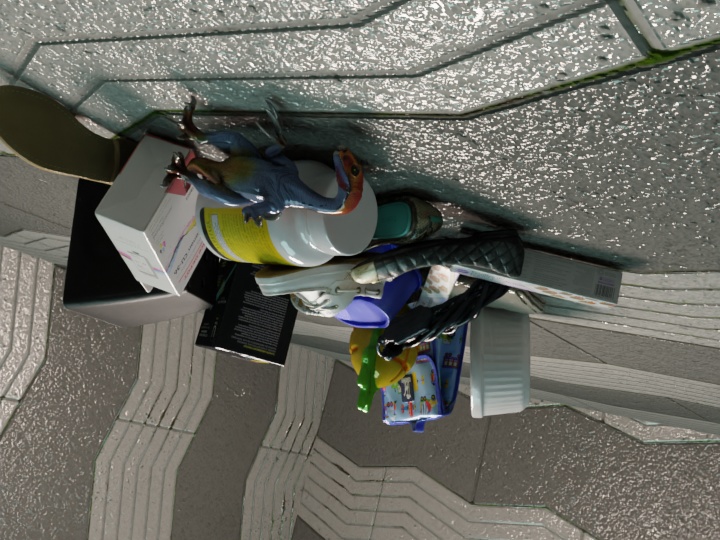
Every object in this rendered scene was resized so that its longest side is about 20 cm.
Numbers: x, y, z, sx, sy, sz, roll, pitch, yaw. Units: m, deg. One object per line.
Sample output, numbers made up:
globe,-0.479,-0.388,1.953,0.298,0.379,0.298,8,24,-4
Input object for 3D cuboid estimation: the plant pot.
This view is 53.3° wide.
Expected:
plant pot,-0.325,-0.024,1.130,0.174,0.203,0.200,0,167,8

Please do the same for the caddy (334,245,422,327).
caddy,0.000,0.000,1.007,0.141,0.106,0.199,43,158,-20

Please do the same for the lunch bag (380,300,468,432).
lunch bag,0.097,0.162,1.174,0.093,0.203,0.150,17,156,-33

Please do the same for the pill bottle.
pill bottle,-0.080,-0.061,0.774,0.198,0.113,0.111,5,166,44

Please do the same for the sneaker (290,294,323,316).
sneaker,-0.014,0.033,1.159,0.197,0.077,0.088,-9,169,18

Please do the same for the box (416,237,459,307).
box,0.109,0.019,0.999,0.038,0.042,0.201,22,156,6

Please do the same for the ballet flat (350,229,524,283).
ballet flat,0.087,-0.006,0.794,0.197,0.058,0.066,-9,-176,-3

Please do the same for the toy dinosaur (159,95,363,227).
toy dinosaur,-0.086,-0.097,0.676,0.179,0.106,0.200,20,-177,-5

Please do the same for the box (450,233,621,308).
box,0.208,0.001,0.857,0.197,0.042,0.039,13,169,5

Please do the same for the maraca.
maraca,0.031,0.121,1.077,0.105,0.201,0.139,8,125,17

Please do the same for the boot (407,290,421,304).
boot,0.041,0.055,1.340,0.172,0.070,0.200,7,156,37

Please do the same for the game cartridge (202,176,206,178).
game cartridge,-0.157,-0.080,0.989,0.132,0.041,0.199,12,169,34

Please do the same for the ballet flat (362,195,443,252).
ballet flat,0.015,-0.052,0.843,0.075,0.069,0.198,3,178,-45

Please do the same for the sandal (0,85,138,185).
sandal,-0.340,-0.139,0.823,0.069,0.079,0.210,-2,166,38

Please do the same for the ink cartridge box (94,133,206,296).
ink cartridge box,-0.234,-0.052,0.871,0.067,0.118,0.201,19,155,10

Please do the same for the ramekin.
ramekin,0.230,0.141,1.182,0.093,0.206,0.202,0,166,11

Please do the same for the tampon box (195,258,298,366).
tampon box,-0.182,0.049,1.227,0.125,0.203,0.149,19,169,-23

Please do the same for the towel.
towel,0.170,0.023,1.077,0.198,0.035,0.132,9,166,33

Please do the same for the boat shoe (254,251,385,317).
boat shoe,-0.036,0.020,0.833,0.070,0.071,0.198,8,-169,44

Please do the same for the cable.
cable,0.121,0.062,0.953,0.199,0.051,0.163,-32,164,22
